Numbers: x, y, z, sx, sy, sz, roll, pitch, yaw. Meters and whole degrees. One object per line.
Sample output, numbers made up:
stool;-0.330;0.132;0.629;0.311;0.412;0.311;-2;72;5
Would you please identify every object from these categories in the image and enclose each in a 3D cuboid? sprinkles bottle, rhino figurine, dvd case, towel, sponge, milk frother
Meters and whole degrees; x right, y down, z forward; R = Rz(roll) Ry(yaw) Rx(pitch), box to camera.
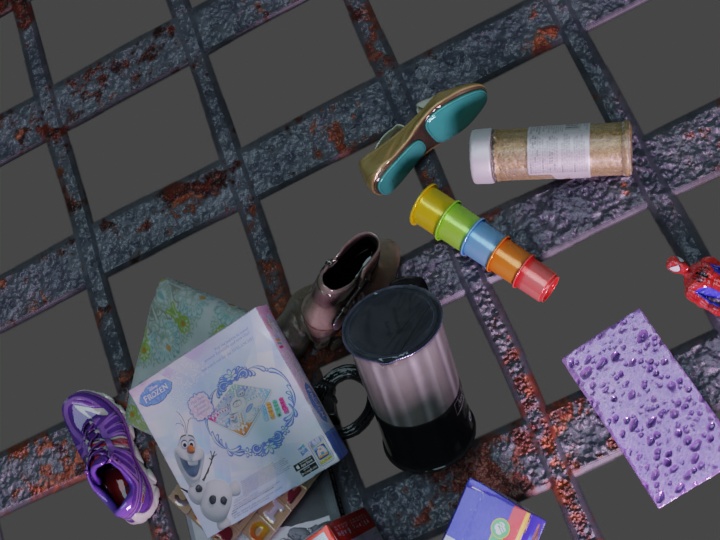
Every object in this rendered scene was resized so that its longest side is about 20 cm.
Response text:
sprinkles bottle;0.235;-0.146;1.225;0.196;0.068;0.070;-1;74;16
rhino figurine;-0.067;0.069;1.259;0.087;0.060;0.201;40;86;26
dvd case;-0.122;0.297;1.229;0.197;0.025;0.153;-22;69;10
towel;-0.216;0.129;1.258;0.169;0.048;0.204;19;96;30
sponge;0.330;0.156;1.129;0.111;0.030;0.202;-33;68;6
milk frother;0.015;0.120;1.146;0.196;0.190;0.182;-18;37;3

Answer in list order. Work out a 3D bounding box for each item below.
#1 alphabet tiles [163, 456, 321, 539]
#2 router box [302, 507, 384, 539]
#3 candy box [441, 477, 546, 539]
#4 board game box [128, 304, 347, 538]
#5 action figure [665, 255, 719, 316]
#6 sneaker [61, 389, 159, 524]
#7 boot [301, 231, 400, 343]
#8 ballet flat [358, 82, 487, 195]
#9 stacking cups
alphabet tiles;-0.144;0.234;1.199;0.166;0.006;0.201;39;103;8
router box;0.013;0.354;1.064;0.048;0.200;0.181;-34;77;5
candy box;0.126;0.321;1.050;0.076;0.200;0.171;23;82;21
board game box;-0.146;0.178;1.169;0.198;0.043;0.201;-31;86;15
action figure;0.440;0.031;1.124;0.198;0.052;0.066;27;87;24
sneaker;-0.329;0.234;1.278;0.080;0.083;0.201;-41;66;1
boot;0.000;0.000;1.176;0.070;0.147;0.201;32;59;9
ballet flat;0.076;-0.185;1.289;0.199;0.069;0.063;-41;53;1
stacking cups;0.152;-0.031;1.220;0.199;0.061;0.061;36;87;23
